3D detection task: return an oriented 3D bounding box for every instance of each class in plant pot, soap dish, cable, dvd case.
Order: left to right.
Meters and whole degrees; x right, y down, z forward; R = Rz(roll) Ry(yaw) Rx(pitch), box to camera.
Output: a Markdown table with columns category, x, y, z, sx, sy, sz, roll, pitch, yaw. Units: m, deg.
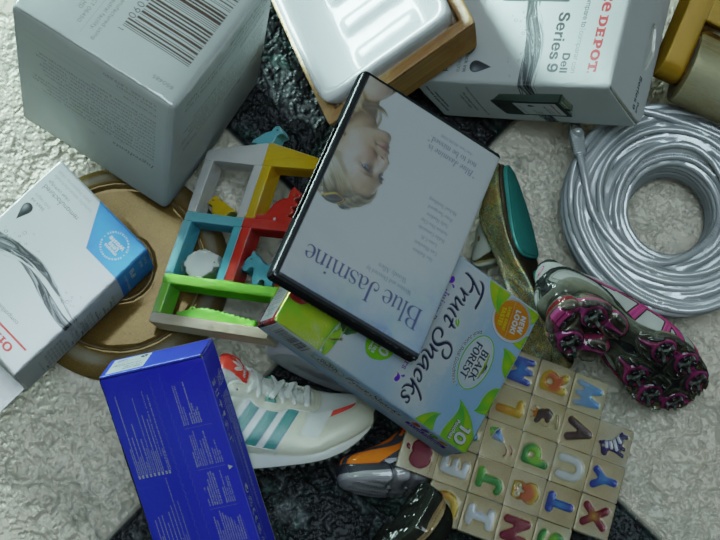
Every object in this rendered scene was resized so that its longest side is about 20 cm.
| category | x | y | z | sx | sy | sz | roll | pitch | yaw |
| --- | --- | --- | --- | --- | --- | --- | --- | --- | --- |
| plant pot | -0.218 | 0.000 | 1.530 | 0.198 | 0.028 | 0.202 | 0 | 76 | -2 |
| soap dish | 0.009 | -0.240 | 1.528 | 0.157 | 0.081 | 0.201 | -34 | 56 | 14 |
| dvd case | 0.022 | -0.046 | 1.381 | 0.142 | 0.018 | 0.201 | 30 | 68 | -16 |
| cable | 0.280 | -0.053 | 1.545 | 0.198 | 0.069 | 0.202 | 5 | 76 | -2 |

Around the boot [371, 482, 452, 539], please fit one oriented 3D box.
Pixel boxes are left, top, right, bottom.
| category | x | y | z | sx | sy | sz | roll | pitch | yaw |
| --- | --- | --- | --- | --- | --- | --- | --- | --- | --- |
| boot | 0.075 | 0.255 | 1.395 | 0.138 | 0.200 | 0.078 | 36 | 65 | 2 |

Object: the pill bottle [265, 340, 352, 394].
| category | x | y | z | sx | sy | sz | roll | pitch | yaw |
| --- | --- | --- | --- | --- | --- | --- | --- | --- | --- |
| pill bottle | 0.000 | 0.000 | 1.493 | 0.115 | 0.116 | 0.202 | 20 | 76 | 3 |

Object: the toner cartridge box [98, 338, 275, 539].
| category | x | y | z | sx | sy | sz | roll | pitch | yaw |
| --- | --- | --- | --- | --- | --- | --- | --- | --- | --- |
| toner cartridge box | -0.143 | 0.165 | 1.424 | 0.094 | 0.043 | 0.202 | -12 | 106 | 13 |

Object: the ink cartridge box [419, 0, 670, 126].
| category | x | y | z | sx | sy | sz | roll | pitch | yaw |
| --- | --- | --- | --- | --- | --- | --- | --- | --- | --- |
| ink cartridge box | 0.165 | -0.217 | 1.529 | 0.198 | 0.084 | 0.147 | 6 | 73 | 30 |

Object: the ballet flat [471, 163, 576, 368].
| category | x | y | z | sx | sy | sz | roll | pitch | yaw |
| --- | --- | --- | --- | --- | --- | --- | --- | --- | --- |
| ballet flat | 0.136 | 0.002 | 1.530 | 0.070 | 0.071 | 0.202 | -17 | 76 | -7 |

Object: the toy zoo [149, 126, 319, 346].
| category | x | y | z | sx | sy | sz | roll | pitch | yaw |
| --- | --- | --- | --- | --- | --- | --- | --- | --- | --- |
| toy zoo | -0.100 | -0.036 | 1.488 | 0.130 | 0.020 | 0.202 | 7 | 70 | 31 |

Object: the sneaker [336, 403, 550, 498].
| category | x | y | z | sx | sy | sz | roll | pitch | yaw |
| --- | --- | --- | --- | --- | --- | --- | --- | --- | --- |
| sneaker | 0.068 | 0.134 | 1.491 | 0.198 | 0.078 | 0.113 | -6 | 72 | -15 |

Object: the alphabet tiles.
| category | x | y | z | sx | sy | sz | roll | pitch | yaw |
| --- | --- | --- | --- | --- | --- | --- | --- | --- | --- |
| alphabet tiles | 0.135 | 0.154 | 1.453 | 0.198 | 0.006 | 0.168 | 20 | 74 | -8 |

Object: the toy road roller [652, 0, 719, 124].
| category | x | y | z | sx | sy | sz | roll | pitch | yaw |
| --- | --- | --- | --- | --- | --- | --- | --- | --- | --- |
| toy road roller | 0.347 | -0.229 | 1.558 | 0.122 | 0.146 | 0.202 | 23 | 87 | -4 |

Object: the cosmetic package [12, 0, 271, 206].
| category | x | y | z | sx | sy | sz | roll | pitch | yaw |
| --- | --- | --- | --- | --- | --- | --- | --- | --- | --- |
| cosmetic package | -0.189 | -0.197 | 1.480 | 0.164 | 0.200 | 0.165 | 32 | 66 | 5 |

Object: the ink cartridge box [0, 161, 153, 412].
| category | x | y | z | sx | sy | sz | roll | pitch | yaw |
| --- | --- | --- | --- | --- | --- | --- | --- | --- | --- |
| ink cartridge box | -0.292 | 0.019 | 1.472 | 0.116 | 0.068 | 0.200 | 43 | 78 | 9 |

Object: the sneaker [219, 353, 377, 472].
| category | x | y | z | sx | sy | sz | roll | pitch | yaw |
| --- | --- | --- | --- | --- | --- | --- | --- | --- | --- |
| sneaker | -0.086 | 0.118 | 1.460 | 0.198 | 0.070 | 0.094 | -9 | 110 | 3 |

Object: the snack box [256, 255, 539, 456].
| category | x | y | z | sx | sy | sz | roll | pitch | yaw |
| --- | --- | --- | --- | --- | --- | --- | --- | --- | --- |
| snack box | 0.033 | 0.041 | 1.410 | 0.199 | 0.053 | 0.143 | 36 | 72 | -13 |

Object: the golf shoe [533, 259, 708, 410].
| category | x | y | z | sx | sy | sz | roll | pitch | yaw |
| --- | --- | --- | --- | --- | --- | --- | --- | --- | --- |
| golf shoe | 0.233 | 0.052 | 1.488 | 0.199 | 0.092 | 0.073 | 33 | 115 | -31 |
